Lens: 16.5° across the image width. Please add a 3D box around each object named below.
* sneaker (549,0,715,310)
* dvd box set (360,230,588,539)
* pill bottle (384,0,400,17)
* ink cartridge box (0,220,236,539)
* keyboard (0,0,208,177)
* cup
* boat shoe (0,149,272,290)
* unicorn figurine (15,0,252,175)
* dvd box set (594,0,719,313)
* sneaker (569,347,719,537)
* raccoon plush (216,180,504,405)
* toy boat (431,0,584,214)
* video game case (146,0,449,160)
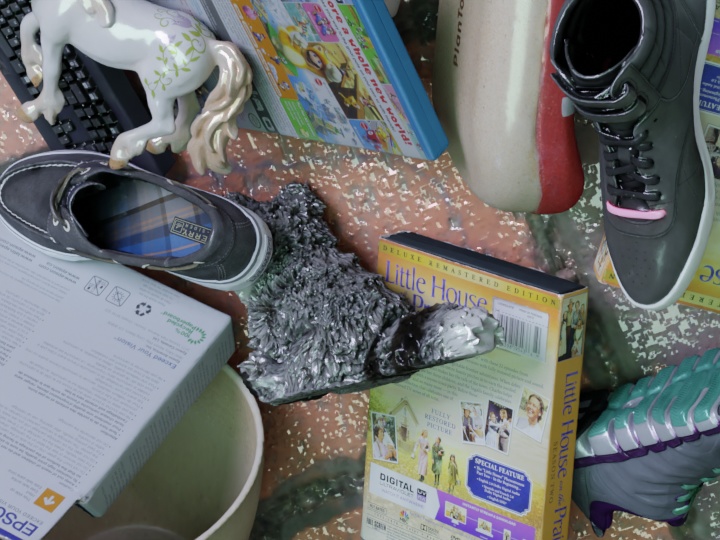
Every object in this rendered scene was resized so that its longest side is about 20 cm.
[{"bbox_3d":[0.139,-0.074,1.330,0.071,0.099,0.200,9,102,36],"label":"sneaker"},{"bbox_3d":[0.065,0.089,1.489,0.146,0.029,0.200,17,112,40],"label":"dvd box set"},{"bbox_3d":[0.003,-0.248,1.397,0.111,0.111,0.200,17,109,10],"label":"pill bottle"},{"bbox_3d":[-0.209,0.066,1.487,0.200,0.200,0.041,26,146,23],"label":"ink cartridge box"},{"bbox_3d":[-0.169,-0.134,1.483,0.127,0.021,0.200,-13,123,31],"label":"keyboard"},{"bbox_3d":[-0.151,0.157,1.531,0.200,0.200,0.143,6,135,13],"label":"cup"},{"bbox_3d":[-0.147,-0.033,1.468,0.200,0.066,0.070,19,86,32],"label":"boat shoe"},{"bbox_3d":[-0.153,-0.135,1.424,0.200,0.074,0.137,15,131,-13],"label":"unicorn figurine"},{"bbox_3d":[0.231,-0.069,1.401,0.146,0.029,0.200,14,109,-8],"label":"dvd box set"},{"bbox_3d":[0.195,0.103,1.457,0.200,0.074,0.088,-18,113,46],"label":"sneaker"},{"bbox_3d":[0.000,0.000,1.460,0.200,0.097,0.134,-15,83,32],"label":"raccoon plush"},{"bbox_3d":[0.117,-0.131,1.410,0.131,0.131,0.200,0,108,-15],"label":"toy boat"},{"bbox_3d":[-0.051,-0.133,1.416,0.200,0.018,0.143,13,140,43],"label":"video game case"}]
